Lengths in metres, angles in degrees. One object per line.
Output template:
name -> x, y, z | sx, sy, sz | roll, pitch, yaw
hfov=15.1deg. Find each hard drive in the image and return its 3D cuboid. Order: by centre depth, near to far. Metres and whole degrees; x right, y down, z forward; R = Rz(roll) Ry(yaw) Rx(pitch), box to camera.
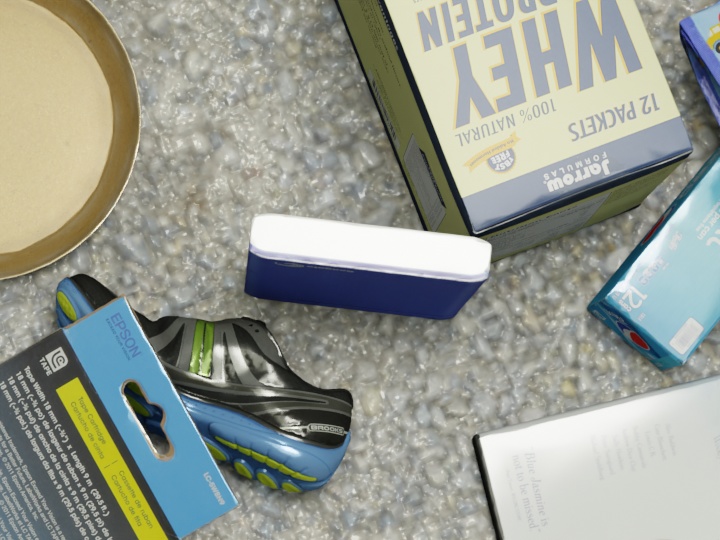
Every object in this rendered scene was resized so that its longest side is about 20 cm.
hard drive -> 0.000, 0.000, 1.573 | 0.132, 0.200, 0.025 | 7, 83, -2

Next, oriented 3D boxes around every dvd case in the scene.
dvd case -> 0.181, 0.146, 1.657 | 0.199, 0.018, 0.143 | -13, 83, -5

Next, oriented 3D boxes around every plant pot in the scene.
plant pot -> -0.233, -0.091, 1.660 | 0.199, 0.027, 0.201 | 0, 84, -3

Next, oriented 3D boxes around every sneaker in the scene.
sneaker -> -0.094, 0.059, 1.636 | 0.199, 0.071, 0.083 | 28, 60, 3

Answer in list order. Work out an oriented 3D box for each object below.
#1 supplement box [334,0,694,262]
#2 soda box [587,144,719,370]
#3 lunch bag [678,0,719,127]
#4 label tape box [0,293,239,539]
supplement box -> 0.083, -0.120, 1.594 | 0.134, 0.200, 0.200 | -21, 85, -6
soda box -> 0.228, -0.036, 1.657 | 0.064, 0.068, 0.200 | 41, 82, 0
lunch bag -> 0.290, -0.103, 1.602 | 0.150, 0.094, 0.200 | -27, 77, -7
label tape box -> -0.184, 0.124, 1.599 | 0.200, 0.063, 0.144 | -30, 86, 6
